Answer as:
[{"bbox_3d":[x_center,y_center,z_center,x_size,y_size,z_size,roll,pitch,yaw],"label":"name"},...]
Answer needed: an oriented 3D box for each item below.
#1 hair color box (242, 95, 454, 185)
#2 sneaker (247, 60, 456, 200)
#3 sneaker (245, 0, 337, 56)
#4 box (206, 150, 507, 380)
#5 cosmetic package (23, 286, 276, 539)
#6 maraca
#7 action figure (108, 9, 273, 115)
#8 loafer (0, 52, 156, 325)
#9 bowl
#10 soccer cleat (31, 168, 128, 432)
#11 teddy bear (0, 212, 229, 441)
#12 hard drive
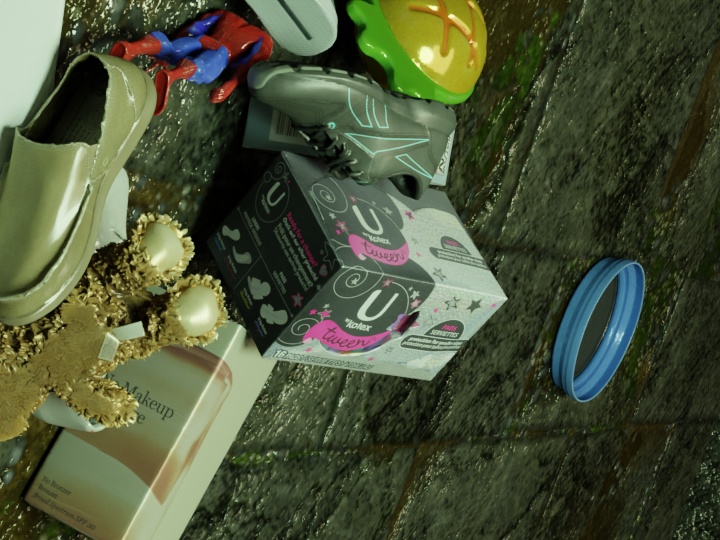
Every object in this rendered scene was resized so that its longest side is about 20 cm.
[{"bbox_3d":[-0.006,-0.116,1.495,0.200,0.099,0.061,6,94,-63],"label":"hair color box"},{"bbox_3d":[-0.006,-0.109,1.339,0.200,0.075,0.080,14,91,-40],"label":"sneaker"},{"bbox_3d":[-0.079,-0.248,1.310,0.200,0.073,0.071,58,17,-45],"label":"sneaker"},{"bbox_3d":[0.000,0.000,1.426,0.200,0.132,0.115,10,130,-44],"label":"box"},{"bbox_3d":[-0.166,0.125,1.394,0.200,0.103,0.087,-62,154,-12],"label":"cosmetic package"},{"bbox_3d":[0.046,-0.198,1.499,0.107,0.137,0.200,-37,-176,27],"label":"maraca"},{"bbox_3d":[-0.118,-0.157,1.294,0.200,0.065,0.052,-36,152,-60],"label":"action figure"},{"bbox_3d":[-0.205,-0.061,1.154,0.201,0.076,0.067,-69,154,-17],"label":"loafer"},{"bbox_3d":[0.314,0.076,2.318,0.201,0.039,0.201,-42,144,-40],"label":"bowl"},{"bbox_3d":[-0.194,0.022,1.276,0.069,0.085,0.201,1,110,-62],"label":"soccer cleat"},{"bbox_3d":[-0.191,0.037,1.214,0.200,0.067,0.145,-44,112,13],"label":"teddy bear"},{"bbox_3d":[-0.254,-0.090,1.142,0.132,0.027,0.201,-23,129,-55],"label":"hard drive"}]
